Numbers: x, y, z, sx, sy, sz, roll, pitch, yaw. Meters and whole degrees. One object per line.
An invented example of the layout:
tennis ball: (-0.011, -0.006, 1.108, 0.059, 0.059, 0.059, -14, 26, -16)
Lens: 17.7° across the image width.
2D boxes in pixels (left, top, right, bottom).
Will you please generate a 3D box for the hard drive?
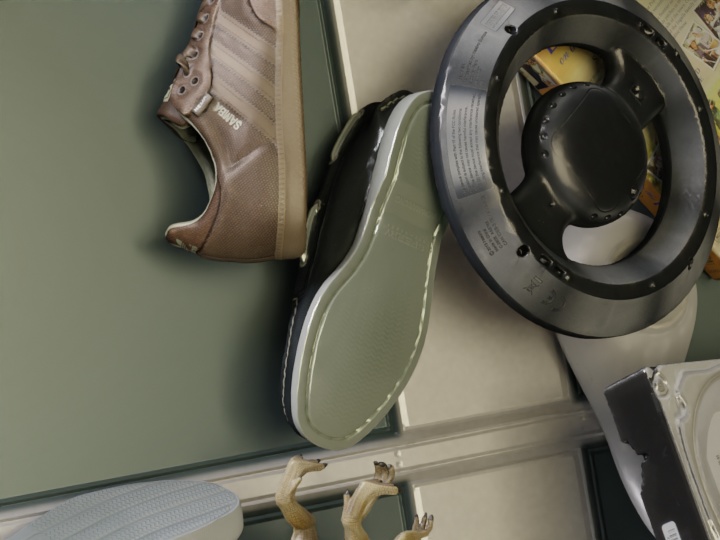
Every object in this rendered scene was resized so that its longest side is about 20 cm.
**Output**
hard drive: (0.226, 0.115, 1.251, 0.199, 0.038, 0.140, -1, 67, -46)

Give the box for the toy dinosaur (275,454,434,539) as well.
toy dinosaur: (-0.018, 0.148, 1.151, 0.199, 0.058, 0.102, 5, 99, -47)

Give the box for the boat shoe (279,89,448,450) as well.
boat shoe: (0.000, 0.000, 1.217, 0.076, 0.060, 0.201, 36, 68, -33)

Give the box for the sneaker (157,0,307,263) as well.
sneaker: (-0.068, -0.104, 1.191, 0.075, 0.070, 0.201, -3, 76, -5)

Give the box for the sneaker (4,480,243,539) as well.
sneaker: (-0.145, 0.164, 1.133, 0.199, 0.073, 0.071, -21, 119, -27)

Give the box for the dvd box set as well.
dvd box set: (0.186, -0.114, 1.334, 0.200, 0.029, 0.147, 44, 68, -16)

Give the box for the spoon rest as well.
spoon rest: (0.159, 0.060, 1.297, 0.099, 0.061, 0.201, -6, 74, -27)

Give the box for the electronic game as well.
electronic game: (0.120, -0.063, 1.254, 0.199, 0.042, 0.201, 7, 78, -34)
